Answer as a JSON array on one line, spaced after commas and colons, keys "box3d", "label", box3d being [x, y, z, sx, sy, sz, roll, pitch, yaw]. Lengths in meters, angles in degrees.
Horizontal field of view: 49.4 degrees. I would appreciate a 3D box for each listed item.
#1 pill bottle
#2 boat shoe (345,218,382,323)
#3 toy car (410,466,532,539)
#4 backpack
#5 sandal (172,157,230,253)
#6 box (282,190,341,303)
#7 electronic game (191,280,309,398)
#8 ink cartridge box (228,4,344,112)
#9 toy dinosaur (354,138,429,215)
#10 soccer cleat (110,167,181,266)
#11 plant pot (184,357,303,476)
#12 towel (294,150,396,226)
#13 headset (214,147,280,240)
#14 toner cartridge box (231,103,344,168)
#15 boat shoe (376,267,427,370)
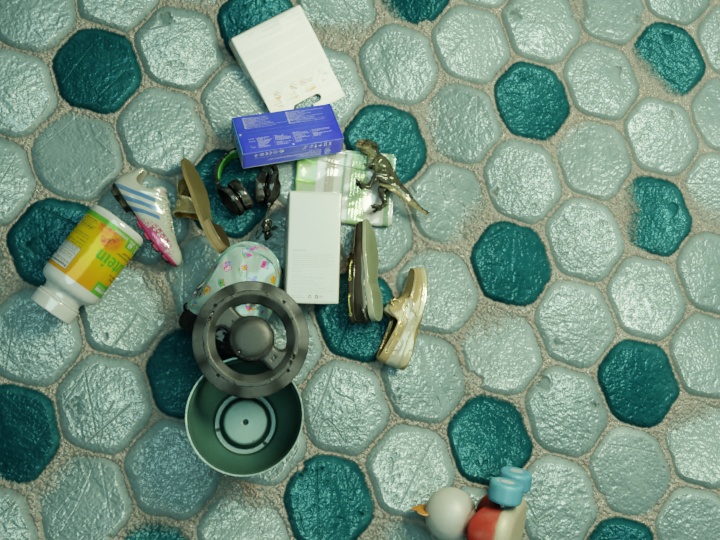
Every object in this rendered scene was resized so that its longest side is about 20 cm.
[{"box3d": [-0.493, -0.008, 1.406, 0.111, 0.111, 0.200, 35, 78, -1], "label": "pill bottle"}, {"box3d": [0.000, 0.000, 1.497, 0.060, 0.072, 0.202, -11, 72, 21], "label": "boat shoe"}, {"box3d": [0.194, 0.447, 1.431, 0.199, 0.177, 0.186, 10, 93, 22], "label": "toy car"}, {"box3d": [-0.219, 0.047, 1.425, 0.166, 0.127, 0.201, 30, 85, -6], "label": "backpack"}, {"box3d": [-0.316, -0.112, 1.458, 0.069, 0.078, 0.212, -31, 67, 8], "label": "sandal"}, {"box3d": [-0.091, -0.039, 1.452, 0.097, 0.124, 0.201, 2, 88, -8], "label": "box"}, {"box3d": [-0.187, 0.117, 1.340, 0.199, 0.042, 0.201, 2, 80, -9], "label": "electronic game"}, {"box3d": [-0.145, -0.403, 1.567, 0.162, 0.050, 0.201, -30, 104, -12], "label": "ink cartridge box"}, {"box3d": [0.043, -0.166, 1.517, 0.088, 0.047, 0.200, -39, 91, -16], "label": "toy dinosaur"}, {"box3d": [-0.380, -0.104, 1.458, 0.086, 0.070, 0.200, -37, 87, -10], "label": "soccer cleat"}, {"box3d": [-0.204, 0.264, 1.387, 0.199, 0.134, 0.202, 2, 73, -8], "label": "plant pot"}, {"box3d": [-0.030, -0.167, 1.541, 0.199, 0.031, 0.150, 5, 79, -7], "label": "towel"}, {"box3d": [-0.205, -0.151, 1.480, 0.123, 0.094, 0.201, -17, 72, -10], "label": "headset"}, {"box3d": [-0.141, -0.260, 1.509, 0.199, 0.043, 0.095, -11, 59, -15], "label": "toner cartridge box"}, {"box3d": [0.077, 0.085, 1.492, 0.069, 0.074, 0.201, 15, 80, -11], "label": "boat shoe"}]
